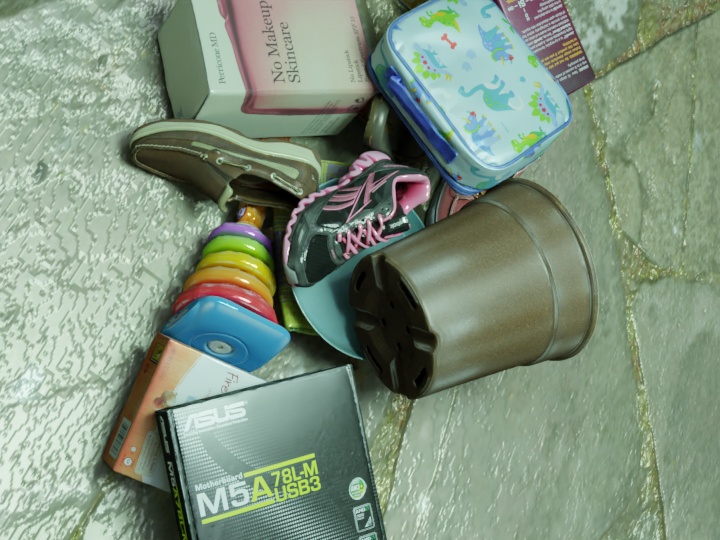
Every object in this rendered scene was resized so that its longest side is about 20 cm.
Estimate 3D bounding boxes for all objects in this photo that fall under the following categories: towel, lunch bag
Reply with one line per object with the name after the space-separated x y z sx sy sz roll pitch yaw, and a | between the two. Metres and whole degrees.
-0.031 -0.027 1.331 0.142 0.023 0.204 9 70 -33 | towel
0.111 -0.190 1.287 0.160 0.083 0.201 -34 83 -31 | lunch bag

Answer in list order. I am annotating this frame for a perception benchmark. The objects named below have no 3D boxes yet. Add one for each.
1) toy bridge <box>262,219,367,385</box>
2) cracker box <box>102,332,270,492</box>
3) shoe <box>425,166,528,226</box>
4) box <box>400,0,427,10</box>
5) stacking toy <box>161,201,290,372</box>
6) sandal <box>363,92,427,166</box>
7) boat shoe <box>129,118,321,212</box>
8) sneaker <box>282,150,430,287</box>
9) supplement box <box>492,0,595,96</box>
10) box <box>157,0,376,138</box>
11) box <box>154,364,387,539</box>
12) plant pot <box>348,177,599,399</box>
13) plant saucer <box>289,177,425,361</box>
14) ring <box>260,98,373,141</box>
-0.041 0.030 1.338 0.067 0.027 0.203 -25 91 -36 | toy bridge
-0.135 0.164 1.205 0.198 0.058 0.136 26 84 -24 | cracker box
0.142 -0.100 1.445 0.071 0.091 0.203 30 64 -22 | shoe
0.113 -0.369 1.490 0.199 0.101 0.113 38 61 -18 | box
-0.126 -0.007 1.261 0.109 0.116 0.203 27 54 -25 | stacking toy
0.057 -0.158 1.368 0.200 0.054 0.083 6 97 -72 | sandal
-0.140 -0.101 1.249 0.199 0.075 0.076 7 59 -4 | boat shoe
0.000 -0.050 1.245 0.200 0.094 0.080 -47 139 -33 | sneaker
0.168 -0.280 1.381 0.085 0.110 0.202 -28 97 -26 | supplement box
-0.100 -0.222 1.303 0.197 0.109 0.130 -6 73 -30 | box
-0.081 0.205 1.162 0.197 0.047 0.197 -11 91 -28 | box
0.106 0.027 1.255 0.196 0.200 0.203 -19 87 -29 | plant pot
0.000 0.000 1.314 0.198 0.027 0.204 12 69 -32 | plant saucer
-0.023 -0.125 1.393 0.198 0.019 0.204 9 73 -31 | ring
